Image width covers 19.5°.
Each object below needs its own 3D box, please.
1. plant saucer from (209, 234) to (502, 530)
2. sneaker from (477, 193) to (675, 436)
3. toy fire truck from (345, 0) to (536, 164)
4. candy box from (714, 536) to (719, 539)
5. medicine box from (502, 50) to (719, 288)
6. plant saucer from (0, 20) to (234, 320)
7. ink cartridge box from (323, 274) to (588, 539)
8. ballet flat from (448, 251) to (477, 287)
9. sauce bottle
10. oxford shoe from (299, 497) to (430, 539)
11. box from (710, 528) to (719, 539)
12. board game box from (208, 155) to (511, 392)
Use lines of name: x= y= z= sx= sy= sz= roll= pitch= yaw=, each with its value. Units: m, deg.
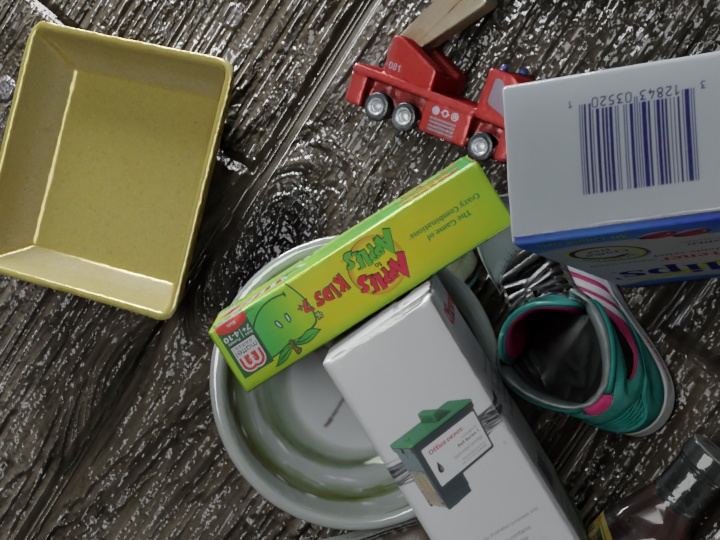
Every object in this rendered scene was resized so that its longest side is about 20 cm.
plant saucer: x=-0.003 y=0.075 z=1.437 sx=0.199 sy=0.050 sz=0.202 roll=0 pitch=92 yaw=1
sneaker: x=0.121 y=0.025 z=1.396 sx=0.084 sy=0.121 sz=0.200 roll=-44 pitch=65 yaw=17
toy fire truck: x=0.055 y=-0.167 z=1.491 sx=0.199 sy=0.049 sz=0.142 roll=23 pitch=102 yaw=30
candy box: x=0.266 y=0.249 z=1.251 sx=0.115 sy=0.055 sz=0.200 roll=-30 pitch=64 yaw=-21
medicine box: x=0.211 y=-0.061 z=1.311 sx=0.181 sy=0.200 sz=0.104 roll=-7 pitch=78 yaw=28
plant saucer: x=-0.188 y=-0.077 z=1.624 sx=0.199 sy=0.048 sz=0.201 roll=14 pitch=91 yaw=30
ink cartridge box: x=0.062 y=0.110 z=1.339 sx=0.084 sy=0.146 sz=0.201 roll=-32 pitch=93 yaw=5
ballet flat: x=-0.006 y=0.034 z=1.495 sx=0.200 sy=0.068 sz=0.062 roll=-39 pitch=105 yaw=12
sauce bottle: x=0.170 y=0.193 z=1.381 sx=0.066 sy=0.066 sz=0.200 roll=44 pitch=103 yaw=26
oxford shoe: x=-0.018 y=0.226 z=1.476 sx=0.199 sy=0.073 sz=0.085 roll=-24 pitch=74 yaw=24
box: x=0.310 y=0.218 z=1.314 sx=0.200 sy=0.035 sz=0.110 roll=44 pitch=105 yaw=26
board game box: x=0.000 y=0.000 z=1.357 sx=0.199 sy=0.102 sz=0.048 roll=-33 pitch=95 yaw=2
